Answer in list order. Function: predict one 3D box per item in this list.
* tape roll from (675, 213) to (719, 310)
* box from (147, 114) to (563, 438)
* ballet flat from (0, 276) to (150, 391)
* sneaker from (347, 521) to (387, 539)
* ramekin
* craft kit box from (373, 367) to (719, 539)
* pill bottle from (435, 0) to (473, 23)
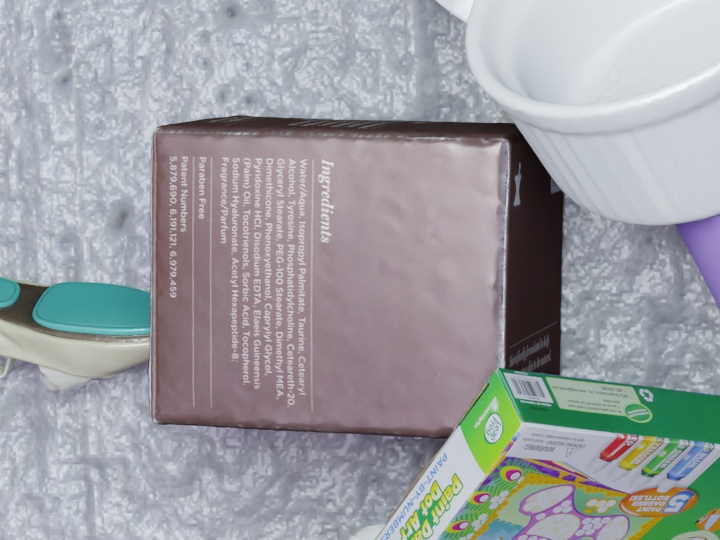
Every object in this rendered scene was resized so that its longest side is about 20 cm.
[{"bbox_3d":[0.265,-0.044,1.565,0.200,0.200,0.085,-25,103,15],"label":"tape roll"},{"bbox_3d":[0.000,0.000,1.661,0.199,0.166,0.165,2,95,15],"label":"box"},{"bbox_3d":[-0.194,0.037,1.775,0.199,0.069,0.070,11,98,15],"label":"ballet flat"},{"bbox_3d":[0.007,0.197,1.736,0.200,0.076,0.081,-39,74,10],"label":"sneaker"},{"bbox_3d":[0.162,-0.116,1.530,0.200,0.201,0.098,-20,127,15],"label":"ramekin"},{"bbox_3d":[0.107,0.142,1.614,0.198,0.199,0.049,-54,43,35],"label":"craft kit box"},{"bbox_3d":[0.115,-0.221,1.638,0.111,0.111,0.200,36,103,8],"label":"pill bottle"}]
